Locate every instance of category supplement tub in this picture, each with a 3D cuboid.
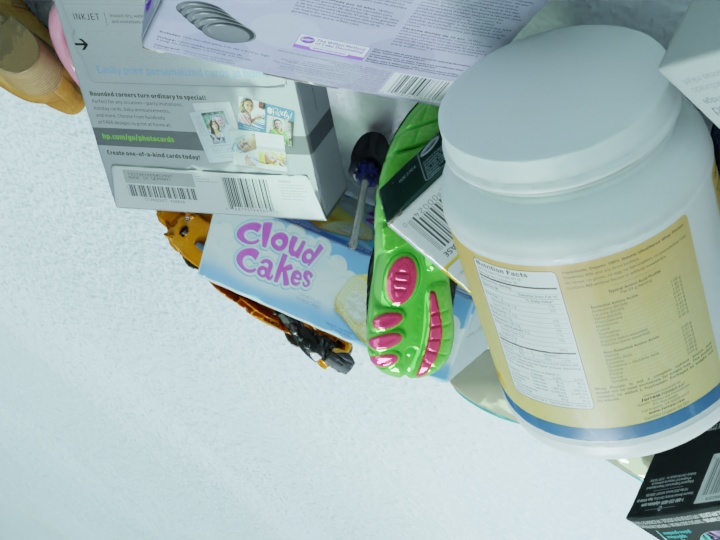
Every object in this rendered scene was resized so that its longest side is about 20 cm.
[{"bbox_3d":[0.126,-0.014,0.947,0.144,0.145,0.201,11,135,37],"label":"supplement tub"}]

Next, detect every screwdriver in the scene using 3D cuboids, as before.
[{"bbox_3d":[0.004,-0.053,1.113,0.028,0.029,0.200,38,-165,-10],"label":"screwdriver"}]

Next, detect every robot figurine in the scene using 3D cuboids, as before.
[{"bbox_3d":[-0.075,0.005,1.400,0.200,0.058,0.145,38,-174,-23],"label":"robot figurine"}]

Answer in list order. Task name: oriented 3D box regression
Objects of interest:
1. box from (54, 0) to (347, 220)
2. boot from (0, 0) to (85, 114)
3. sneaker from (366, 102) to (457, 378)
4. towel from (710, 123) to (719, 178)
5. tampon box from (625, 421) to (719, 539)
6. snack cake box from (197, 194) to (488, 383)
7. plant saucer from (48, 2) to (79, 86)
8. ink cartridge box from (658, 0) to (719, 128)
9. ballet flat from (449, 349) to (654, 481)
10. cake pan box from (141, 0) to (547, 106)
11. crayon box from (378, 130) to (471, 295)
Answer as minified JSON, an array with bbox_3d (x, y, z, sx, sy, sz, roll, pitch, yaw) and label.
[{"bbox_3d":[-0.102,-0.127,1.083,0.155,0.041,0.201,4,127,23],"label":"box"},{"bbox_3d":[-0.284,-0.189,1.270,0.201,0.071,0.144,44,177,6],"label":"boot"},{"bbox_3d":[0.037,-0.031,1.123,0.076,0.201,0.084,10,-155,-12],"label":"sneaker"},{"bbox_3d":[0.245,0.003,1.002,0.200,0.048,0.112,55,-170,-46],"label":"towel"},{"bbox_3d":[0.318,0.165,1.220,0.200,0.127,0.150,34,158,-12],"label":"tampon box"},{"bbox_3d":[0.000,0.000,1.256,0.199,0.067,0.115,22,-160,15],"label":"snack cake box"},{"bbox_3d":[-0.114,-0.137,1.194,0.200,0.051,0.201,24,157,11],"label":"plant saucer"},{"bbox_3d":[0.265,-0.076,0.831,0.200,0.084,0.145,39,156,-22],"label":"ink cartridge box"},{"bbox_3d":[0.164,0.096,1.357,0.199,0.070,0.070,23,157,9],"label":"ballet flat"},{"bbox_3d":[-0.001,-0.156,0.929,0.199,0.053,0.184,9,161,-14],"label":"cake pan box"},{"bbox_3d":[0.124,-0.020,1.063,0.200,0.127,0.051,40,-163,-24],"label":"crayon box"}]
